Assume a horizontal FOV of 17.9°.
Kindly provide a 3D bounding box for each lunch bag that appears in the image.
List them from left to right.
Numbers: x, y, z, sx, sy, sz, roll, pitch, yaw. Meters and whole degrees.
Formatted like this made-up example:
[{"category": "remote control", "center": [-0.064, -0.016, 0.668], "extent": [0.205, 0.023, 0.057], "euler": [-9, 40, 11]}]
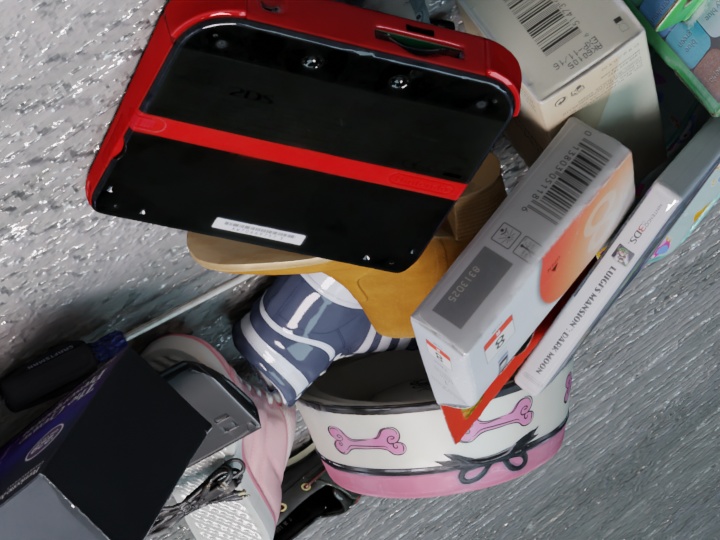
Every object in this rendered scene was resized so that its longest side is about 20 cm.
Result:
[{"category": "lunch bag", "center": [0.212, -0.087, 1.605], "extent": [0.160, 0.077, 0.200], "euler": [-11, 147, -49]}]

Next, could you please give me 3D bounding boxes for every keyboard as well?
[{"category": "keyboard", "center": [-0.152, 0.131, 1.459], "extent": [0.200, 0.021, 0.127], "euler": [-28, 130, 16]}]

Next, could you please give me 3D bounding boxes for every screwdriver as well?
[{"category": "screwdriver", "center": [-0.130, 0.034, 1.392], "extent": [0.200, 0.028, 0.029], "euler": [-27, -176, -16]}]

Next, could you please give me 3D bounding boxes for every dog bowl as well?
[{"category": "dog bowl", "center": [0.053, 0.094, 1.571], "extent": [0.200, 0.074, 0.200], "euler": [-9, -166, 2]}]

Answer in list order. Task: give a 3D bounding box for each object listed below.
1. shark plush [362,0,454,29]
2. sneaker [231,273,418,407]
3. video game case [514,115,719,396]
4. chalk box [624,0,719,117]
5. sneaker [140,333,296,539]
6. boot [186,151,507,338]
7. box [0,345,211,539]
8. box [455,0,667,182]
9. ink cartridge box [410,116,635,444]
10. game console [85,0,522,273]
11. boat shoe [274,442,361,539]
[{"category": "shark plush", "center": [0.041, -0.110, 1.326], "extent": [0.200, 0.091, 0.083], "euler": [23, 87, -59]}, {"category": "sneaker", "center": [-0.009, 0.040, 1.530], "extent": [0.109, 0.070, 0.200], "euler": [-48, 149, 14]}, {"category": "video game case", "center": [0.185, -0.027, 1.459], "extent": [0.200, 0.023, 0.182], "euler": [-43, 168, -52]}, {"category": "chalk box", "center": [0.246, -0.181, 1.413], "extent": [0.200, 0.124, 0.124], "euler": [-8, 145, -49]}, {"category": "sneaker", "center": [-0.096, 0.094, 1.523], "extent": [0.075, 0.105, 0.200], "euler": [-2, 133, 17]}, {"category": "boot", "center": [0.000, -0.001, 1.393], "extent": [0.201, 0.071, 0.144], "euler": [-13, 145, -5]}, {"category": "box", "center": [-0.197, 0.153, 1.344], "extent": [0.200, 0.079, 0.141], "euler": [-38, -165, 31]}, {"category": "box", "center": [0.127, -0.116, 1.402], "extent": [0.078, 0.095, 0.200], "euler": [-35, 157, -2]}, {"category": "ink cartridge box", "center": [0.106, 0.022, 1.382], "extent": [0.162, 0.050, 0.200], "euler": [-50, 154, -15]}, {"category": "game console", "center": [-0.029, -0.074, 1.221], "extent": [0.200, 0.031, 0.177], "euler": [12, 140, -20]}, {"category": "boat shoe", "center": [-0.025, 0.162, 1.763], "extent": [0.201, 0.063, 0.074], "euler": [-30, 154, -22]}]
